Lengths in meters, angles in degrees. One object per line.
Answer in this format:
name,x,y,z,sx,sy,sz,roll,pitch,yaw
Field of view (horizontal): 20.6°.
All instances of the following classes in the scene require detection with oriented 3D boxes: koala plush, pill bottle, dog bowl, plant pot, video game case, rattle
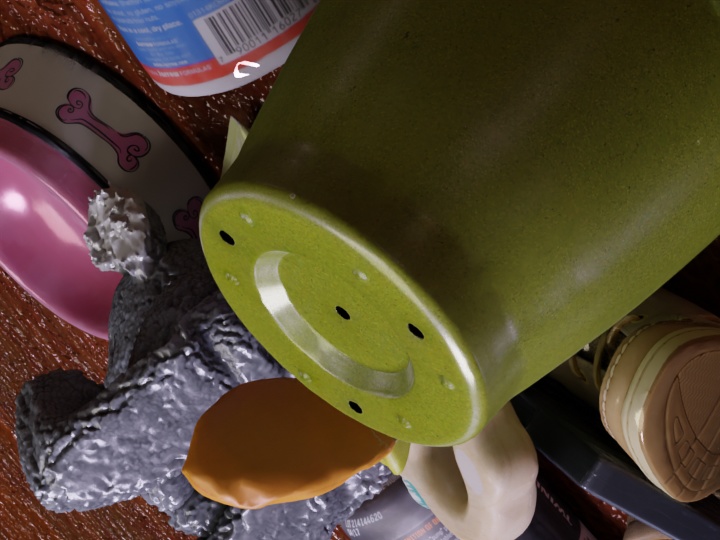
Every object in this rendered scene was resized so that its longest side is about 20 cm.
koala plush,-0.076,0.045,1.050,0.177,0.184,0.200,42,-173,-29
pill bottle,-0.088,-0.180,0.812,0.112,0.112,0.200,7,137,50
dog bowl,-0.170,-0.040,1.189,0.200,0.074,0.200,32,154,18
plant pot,0.046,-0.043,0.745,0.200,0.193,0.201,32,153,18
video game case,0.108,0.079,0.916,0.143,0.019,0.200,30,-175,-30
rattle,-0.004,0.092,0.874,0.130,0.143,0.200,47,162,1
pill bottle,0.059,0.146,1.126,0.200,0.106,0.106,49,153,-15

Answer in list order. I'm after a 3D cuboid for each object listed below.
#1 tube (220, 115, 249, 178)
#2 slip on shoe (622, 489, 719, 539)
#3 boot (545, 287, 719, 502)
tube,0.000,0.000,1.049,0.200,0.052,0.058,42,116,9
slip on shoe,0.217,0.144,0.955,0.200,0.061,0.076,22,149,34
boot,0.104,0.030,0.856,0.155,0.073,0.200,32,-171,25
